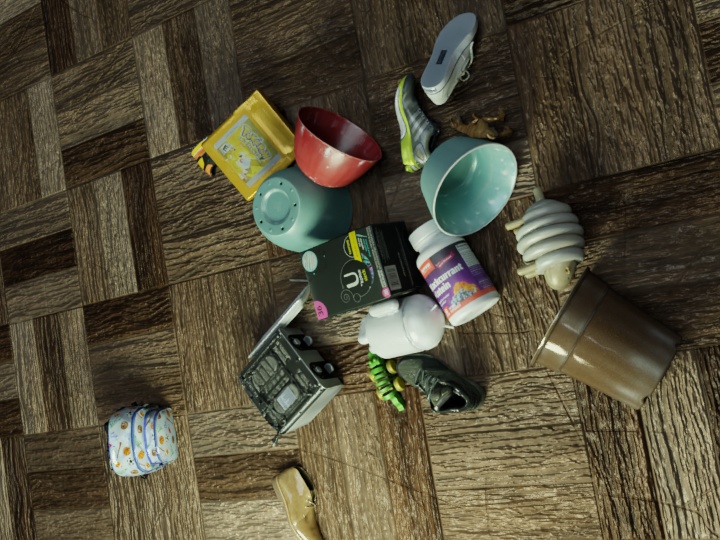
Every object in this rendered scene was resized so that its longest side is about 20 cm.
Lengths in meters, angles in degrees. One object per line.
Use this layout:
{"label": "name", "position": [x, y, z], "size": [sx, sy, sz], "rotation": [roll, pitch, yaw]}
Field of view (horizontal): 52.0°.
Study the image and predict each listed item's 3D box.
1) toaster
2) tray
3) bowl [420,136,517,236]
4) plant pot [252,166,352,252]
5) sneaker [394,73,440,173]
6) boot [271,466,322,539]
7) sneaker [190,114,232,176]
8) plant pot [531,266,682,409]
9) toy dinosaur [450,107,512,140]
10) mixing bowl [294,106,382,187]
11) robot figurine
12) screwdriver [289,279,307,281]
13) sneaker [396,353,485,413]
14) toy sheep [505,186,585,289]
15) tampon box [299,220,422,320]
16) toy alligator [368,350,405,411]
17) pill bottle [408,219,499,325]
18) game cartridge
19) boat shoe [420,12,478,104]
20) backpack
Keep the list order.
{"label": "toaster", "position": [-0.161, 0.254, 1.664], "size": [0.200, 0.118, 0.181], "rotation": [-49, 68, 20]}
{"label": "tray", "position": [-0.179, 0.119, 1.689], "size": [0.022, 0.107, 0.200], "rotation": [40, 111, -4]}
{"label": "bowl", "position": [0.195, -0.179, 1.435], "size": [0.202, 0.200, 0.105], "rotation": [-58, 47, 17]}
{"label": "plant pot", "position": [-0.142, -0.136, 1.625], "size": [0.199, 0.161, 0.203], "rotation": [0, 90, 30]}
{"label": "sneaker", "position": [0.123, -0.308, 1.533], "size": [0.080, 0.074, 0.202], "rotation": [-7, 95, 22]}
{"label": "boot", "position": [-0.127, 0.544, 1.682], "size": [0.075, 0.074, 0.201], "rotation": [-35, 72, 15]}
{"label": "sneaker", "position": [-0.315, -0.307, 1.782], "size": [0.199, 0.070, 0.090], "rotation": [-33, 95, 23]}
{"label": "plant pot", "position": [0.436, 0.129, 1.299], "size": [0.197, 0.200, 0.202], "rotation": [31, 105, 16]}
{"label": "toy dinosaur", "position": [0.245, -0.269, 1.434], "size": [0.200, 0.105, 0.061], "rotation": [39, 148, 62]}
{"label": "mixing bowl", "position": [-0.065, -0.249, 1.571], "size": [0.200, 0.199, 0.109], "rotation": [44, 121, 21]}
{"label": "robot figurine", "position": [0.089, 0.114, 1.509], "size": [0.199, 0.169, 0.114], "rotation": [-16, 49, 35]}
{"label": "screwdriver", "position": [-0.077, 0.028, 1.669], "size": [0.198, 0.028, 0.029], "rotation": [-4, 118, 31]}
{"label": "sneaker", "position": [0.147, 0.228, 1.497], "size": [0.198, 0.114, 0.077], "rotation": [27, 102, 28]}
{"label": "toy sheep", "position": [0.348, -0.062, 1.373], "size": [0.137, 0.138, 0.202], "rotation": [-20, 75, 28]}
{"label": "tampon box", "position": [0.000, 0.000, 1.522], "size": [0.199, 0.126, 0.151], "rotation": [-20, 84, 36]}
{"label": "toy alligator", "position": [0.041, 0.210, 1.588], "size": [0.059, 0.054, 0.201], "rotation": [-29, 77, 26]}
{"label": "pill bottle", "position": [0.181, -0.001, 1.474], "size": [0.111, 0.111, 0.201], "rotation": [-37, 73, 24]}
{"label": "game cartridge", "position": [-0.248, -0.289, 1.718], "size": [0.200, 0.032, 0.177], "rotation": [-38, 97, 24]}
{"label": "boat shoe", "position": [0.191, -0.419, 1.488], "size": [0.074, 0.086, 0.203], "rotation": [11, 67, 33]}
{"label": "backpack", "position": [-0.550, 0.426, 1.846], "size": [0.153, 0.190, 0.202], "rotation": [-16, 83, 12]}
